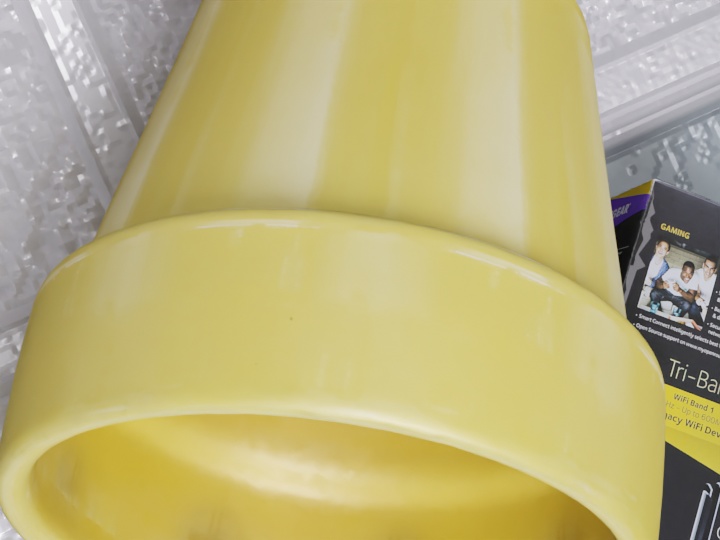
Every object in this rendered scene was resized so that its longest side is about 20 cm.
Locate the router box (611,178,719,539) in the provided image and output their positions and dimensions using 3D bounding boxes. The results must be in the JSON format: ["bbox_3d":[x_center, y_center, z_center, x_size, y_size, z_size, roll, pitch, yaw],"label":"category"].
[{"bbox_3d":[0.160,0.077,0.950,0.199,0.052,0.158,21,76,-12],"label":"router box"}]

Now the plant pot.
[{"bbox_3d":[0.000,0.000,0.851,0.200,0.201,0.189,15,63,-14],"label":"plant pot"}]
